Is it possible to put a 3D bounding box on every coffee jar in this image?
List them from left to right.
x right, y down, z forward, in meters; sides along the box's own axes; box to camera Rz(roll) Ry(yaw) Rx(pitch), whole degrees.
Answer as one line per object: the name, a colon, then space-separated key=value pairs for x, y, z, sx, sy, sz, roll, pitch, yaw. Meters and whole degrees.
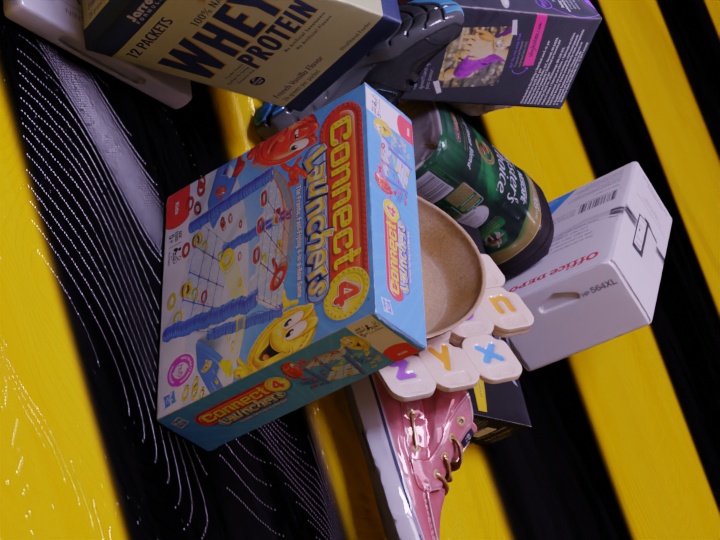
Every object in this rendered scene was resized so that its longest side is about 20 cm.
coffee jar: x=0.102 y=-0.080 z=1.559 sx=0.200 sy=0.085 sz=0.105 roll=36 pitch=30 yaw=-40

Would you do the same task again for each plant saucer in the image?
plant saucer: x=0.000 y=0.000 z=1.296 sx=0.199 sy=0.036 sz=0.201 roll=9 pitch=39 yaw=-7

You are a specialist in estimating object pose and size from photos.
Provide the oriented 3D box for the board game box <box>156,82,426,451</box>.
board game box: x=-0.051 y=-0.002 z=1.143 sx=0.056 sy=0.195 sz=0.201 roll=35 pitch=39 yaw=-40

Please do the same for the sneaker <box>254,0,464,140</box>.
sneaker: x=0.008 y=-0.155 z=1.380 sx=0.082 sy=0.199 sz=0.073 roll=53 pitch=7 yaw=-26

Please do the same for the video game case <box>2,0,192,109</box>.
video game case: x=-0.206 y=-0.243 z=1.262 sx=0.182 sy=0.024 sz=0.201 roll=26 pitch=46 yaw=-48

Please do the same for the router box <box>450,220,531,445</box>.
router box: x=0.068 y=0.046 z=1.440 sx=0.157 sy=0.052 sz=0.201 roll=18 pitch=53 yaw=-51

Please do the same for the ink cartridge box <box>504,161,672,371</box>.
ink cartridge box: x=0.222 y=-0.005 z=1.635 sx=0.085 sy=0.145 sz=0.200 roll=54 pitch=31 yaw=-19

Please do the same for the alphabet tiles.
alphabet tiles: x=0.037 y=0.030 z=1.312 sx=0.199 sy=0.015 sz=0.196 roll=-9 pitch=45 yaw=-27

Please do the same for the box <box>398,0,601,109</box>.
box: x=0.099 y=-0.228 z=1.498 sx=0.199 sy=0.107 sz=0.123 roll=1 pitch=41 yaw=-27

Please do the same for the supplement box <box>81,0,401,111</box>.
supplement box: x=-0.099 y=-0.258 z=1.243 sx=0.199 sy=0.134 sz=0.201 roll=13 pitch=55 yaw=-37

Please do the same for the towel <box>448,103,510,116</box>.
towel: x=0.091 y=-0.201 z=1.616 sx=0.132 sy=0.035 sz=0.200 roll=32 pitch=18 yaw=12

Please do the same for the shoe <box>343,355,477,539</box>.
shoe: x=0.053 y=0.150 z=1.276 sx=0.072 sy=0.090 sz=0.201 roll=97 pitch=-23 yaw=-67
